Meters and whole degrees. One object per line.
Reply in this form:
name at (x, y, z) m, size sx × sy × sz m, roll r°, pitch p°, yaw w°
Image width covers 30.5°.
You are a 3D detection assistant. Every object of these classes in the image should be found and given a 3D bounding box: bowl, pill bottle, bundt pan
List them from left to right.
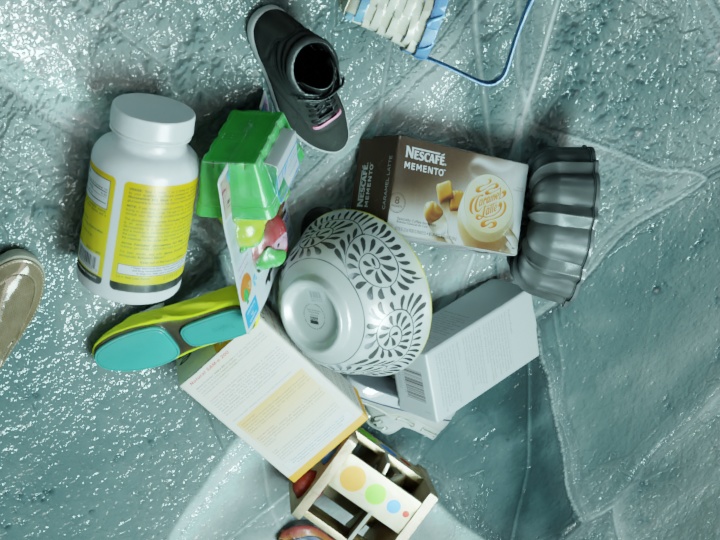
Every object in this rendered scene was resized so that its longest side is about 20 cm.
pill bottle at (-0.228, -0.075, 1.367) m, size 0.112 × 0.112 × 0.200 m, roll -2°, pitch 119°, yaw -30°
bowl at (-0.027, 0.039, 1.479) m, size 0.094 × 0.200 × 0.201 m, roll -26°, pitch 133°, yaw -49°
bundt pan at (0.229, -0.059, 1.615) m, size 0.076 × 0.202 × 0.202 m, roll 8°, pitch 116°, yaw -6°

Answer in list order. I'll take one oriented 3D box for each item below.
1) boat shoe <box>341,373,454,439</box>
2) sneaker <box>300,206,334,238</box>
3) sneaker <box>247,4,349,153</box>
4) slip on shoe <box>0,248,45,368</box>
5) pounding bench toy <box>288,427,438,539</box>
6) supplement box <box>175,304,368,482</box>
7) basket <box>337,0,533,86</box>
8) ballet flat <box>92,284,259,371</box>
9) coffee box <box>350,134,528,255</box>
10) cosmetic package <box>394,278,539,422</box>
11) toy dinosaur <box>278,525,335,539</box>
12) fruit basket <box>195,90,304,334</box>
boat shoe at (0.040, 0.182, 1.720) m, size 0.200 × 0.071 × 0.070 m, roll 20°, pitch 103°, yaw -45°
sneaker at (-0.001, 0.001, 1.591) m, size 0.108 × 0.067 × 0.202 m, roll -37°, pitch 114°, yaw -45°
sneaker at (-0.049, -0.187, 1.417) m, size 0.071 × 0.099 × 0.200 m, roll -37°, pitch 132°, yaw -9°
slip on shoe at (-0.394, 0.072, 1.390) m, size 0.076 × 0.061 × 0.200 m, roll 32°, pitch 99°, yaw -40°
pounding bench toy at (-0.009, 0.270, 1.714) m, size 0.156 × 0.200 × 0.124 m, roll 36°, pitch 94°, yaw -9°
supplement box at (-0.105, 0.138, 1.558) m, size 0.126 × 0.074 × 0.200 m, roll -41°, pitch 116°, yaw 8°
basket at (0.089, -0.305, 1.388) m, size 0.200 × 0.139 × 0.177 m, roll 20°, pitch 109°, yaw -6°
ballet flat at (-0.205, 0.061, 1.486) m, size 0.200 × 0.067 × 0.067 m, roll -16°, pitch 130°, yaw 13°
coffee box at (0.093, -0.086, 1.555) m, size 0.200 × 0.080 × 0.115 m, roll 10°, pitch 87°, yaw -35°
cosmetic package at (0.134, 0.099, 1.677) m, size 0.200 × 0.071 × 0.102 m, roll -28°, pitch 119°, yaw -35°
toy dinosaur at (-0.039, 0.397, 1.821) m, size 0.200 × 0.105 × 0.182 m, roll -51°, pitch 129°, yaw -46°
fruit basket at (-0.104, -0.064, 1.422) m, size 0.093 × 0.185 × 0.200 m, roll -1°, pitch 126°, yaw 18°
